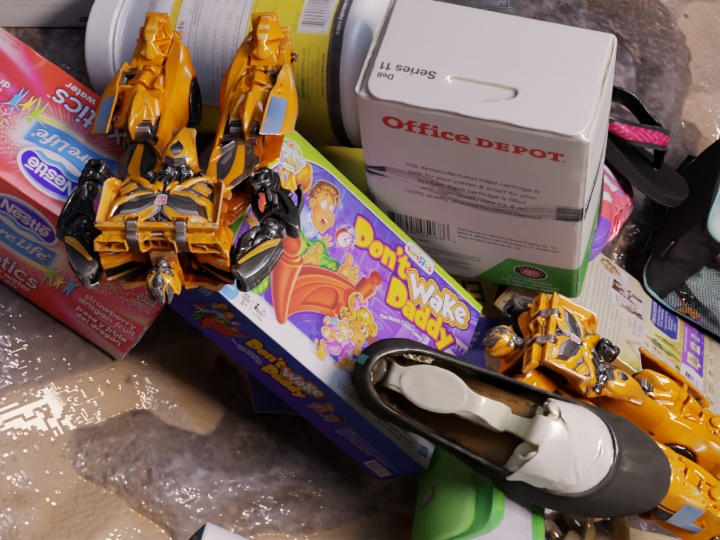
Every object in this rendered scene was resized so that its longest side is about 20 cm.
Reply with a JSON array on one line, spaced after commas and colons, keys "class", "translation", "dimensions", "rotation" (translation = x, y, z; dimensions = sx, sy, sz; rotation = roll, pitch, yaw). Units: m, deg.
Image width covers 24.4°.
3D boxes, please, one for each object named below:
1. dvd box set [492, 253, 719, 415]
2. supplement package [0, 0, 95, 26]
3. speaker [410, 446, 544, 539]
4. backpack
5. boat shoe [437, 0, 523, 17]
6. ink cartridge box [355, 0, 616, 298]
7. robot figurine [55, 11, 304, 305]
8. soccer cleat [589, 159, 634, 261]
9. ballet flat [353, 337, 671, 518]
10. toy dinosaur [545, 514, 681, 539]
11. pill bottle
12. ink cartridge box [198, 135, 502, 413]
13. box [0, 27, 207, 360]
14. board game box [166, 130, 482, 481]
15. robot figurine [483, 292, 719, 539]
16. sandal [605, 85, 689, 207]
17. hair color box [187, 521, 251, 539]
[{"class": "dvd box set", "translation": [0.191, 0.045, 1.216], "dimensions": [0.200, 0.029, 0.146], "rotation": [36, 26, -6]}, {"class": "supplement package", "translation": [-0.231, -0.276, 1.095], "dimensions": [0.191, 0.200, 0.147], "rotation": [-6, 64, -34]}, {"class": "speaker", "translation": [0.071, 0.162, 1.020], "dimensions": [0.088, 0.088, 0.200], "rotation": [34, 22, -8]}, {"class": "backpack", "translation": [0.341, -0.009, 1.294], "dimensions": [0.200, 0.153, 0.176], "rotation": [41, 39, -13]}, {"class": "boat shoe", "translation": [0.023, -0.149, 1.185], "dimensions": [0.199, 0.074, 0.068], "rotation": [-18, 59, 10]}, {"class": "ink cartridge box", "translation": [0.082, -0.075, 1.062], "dimensions": [0.146, 0.200, 0.083], "rotation": [13, 63, 10]}, {"class": "robot figurine", "translation": [-0.102, -0.067, 0.976], "dimensions": [0.145, 0.058, 0.200], "rotation": [0, 50, 9]}, {"class": "soccer cleat", "translation": [0.176, -0.051, 1.242], "dimensions": [0.073, 0.068, 0.200], "rotation": [33, 22, -11]}, {"class": "ballet flat", "translation": [0.085, 0.094, 0.974], "dimensions": [0.200, 0.068, 0.068], "rotation": [19, 83, 10]}, {"class": "toy dinosaur", "translation": [0.164, 0.182, 1.138], "dimensions": [0.200, 0.058, 0.101], "rotation": [-7, 87, -49]}, {"class": "pill bottle", "translation": [-0.077, -0.145, 1.114], "dimensions": [0.200, 0.112, 0.112], "rotation": [7, 48, 18]}, {"class": "ink cartridge box", "translation": [0.000, 0.000, 1.158], "dimensions": [0.197, 0.047, 0.200], "rotation": [2, 57, -31]}, {"class": "box", "translation": [-0.193, -0.051, 1.042], "dimensions": [0.200, 0.095, 0.100], "rotation": [35, 50, -6]}, {"class": "board game box", "translation": [-0.018, 0.020, 1.049], "dimensions": [0.200, 0.045, 0.135], "rotation": [42, 50, -27]}, {"class": "robot figurine", "translation": [0.167, 0.090, 1.077], "dimensions": [0.200, 0.058, 0.145], "rotation": [35, 34, -14]}, {"class": "sandal", "translation": [0.188, -0.112, 1.231], "dimensions": [0.200, 0.045, 0.075], "rotation": [36, 20, -32]}, {"class": "hair color box", "translation": [-0.025, 0.237, 0.980], "dimensions": [0.200, 0.061, 0.100], "rotation": [25, 51, -14]}]
